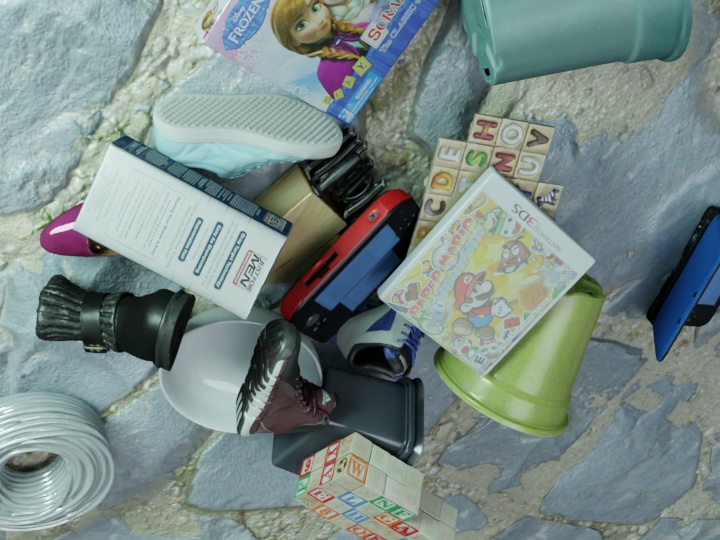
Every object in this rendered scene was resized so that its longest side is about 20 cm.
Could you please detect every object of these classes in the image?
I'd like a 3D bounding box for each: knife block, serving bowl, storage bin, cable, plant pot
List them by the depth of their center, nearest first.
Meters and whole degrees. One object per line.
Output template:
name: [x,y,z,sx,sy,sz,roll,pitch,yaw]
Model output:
plant pot: [0.206,-0.287,1.041,0.193,0.202,0.202,-15,131,-1]
knife block: [-0.073,-0.074,1.161,0.197,0.064,0.178,-5,127,-19]
serving bowl: [-0.146,0.111,1.259,0.196,0.066,0.202,-2,132,-2]
cable: [-0.404,0.238,1.260,0.198,0.070,0.201,-32,133,2]
plant pot: [0.222,0.080,1.335,0.198,0.201,0.186,14,112,-31]
storage bin: [-0.023,0.200,1.348,0.133,0.147,0.200,21,141,-24]

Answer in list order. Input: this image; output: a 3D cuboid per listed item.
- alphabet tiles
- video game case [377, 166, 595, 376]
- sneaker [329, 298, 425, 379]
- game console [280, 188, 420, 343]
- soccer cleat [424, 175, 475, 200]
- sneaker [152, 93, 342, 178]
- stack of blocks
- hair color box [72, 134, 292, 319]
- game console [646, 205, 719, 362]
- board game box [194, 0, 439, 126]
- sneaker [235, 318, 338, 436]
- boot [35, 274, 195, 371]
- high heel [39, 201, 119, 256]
alphabet tiles: [0.151,-0.079,1.182,0.164,0.008,0.203,7,117,-16]
video game case: [0.149,0.007,1.206,0.181,0.023,0.200,36,106,-23]
sneaker: [0.058,0.078,1.302,0.197,0.116,0.081,-22,133,-6]
game console: [0.000,0.000,1.205,0.200,0.031,0.177,-45,158,1]
soccer cleat: [0.124,-0.038,1.245,0.076,0.070,0.202,-5,124,11]
sneaker: [-0.120,-0.136,1.086,0.196,0.075,0.082,7,141,-8]
stack of blocks: [0.030,0.292,1.295,0.199,0.059,0.115,35,136,-22]
hair color box: [-0.179,-0.045,1.048,0.198,0.061,0.101,28,106,-5]
game console: [0.499,0.025,1.450,0.168,0.119,0.202,5,124,-26]
board game box: [-0.033,-0.273,1.037,0.198,0.041,0.201,23,115,-35]
sneaker: [-0.071,0.129,1.195,0.114,0.077,0.201,9,141,-17]
boot: [-0.263,0.050,1.078,0.156,0.081,0.211,19,163,-11]
high heel: [-0.240,-0.034,1.097,0.197,0.097,0.068,-15,131,-12]
